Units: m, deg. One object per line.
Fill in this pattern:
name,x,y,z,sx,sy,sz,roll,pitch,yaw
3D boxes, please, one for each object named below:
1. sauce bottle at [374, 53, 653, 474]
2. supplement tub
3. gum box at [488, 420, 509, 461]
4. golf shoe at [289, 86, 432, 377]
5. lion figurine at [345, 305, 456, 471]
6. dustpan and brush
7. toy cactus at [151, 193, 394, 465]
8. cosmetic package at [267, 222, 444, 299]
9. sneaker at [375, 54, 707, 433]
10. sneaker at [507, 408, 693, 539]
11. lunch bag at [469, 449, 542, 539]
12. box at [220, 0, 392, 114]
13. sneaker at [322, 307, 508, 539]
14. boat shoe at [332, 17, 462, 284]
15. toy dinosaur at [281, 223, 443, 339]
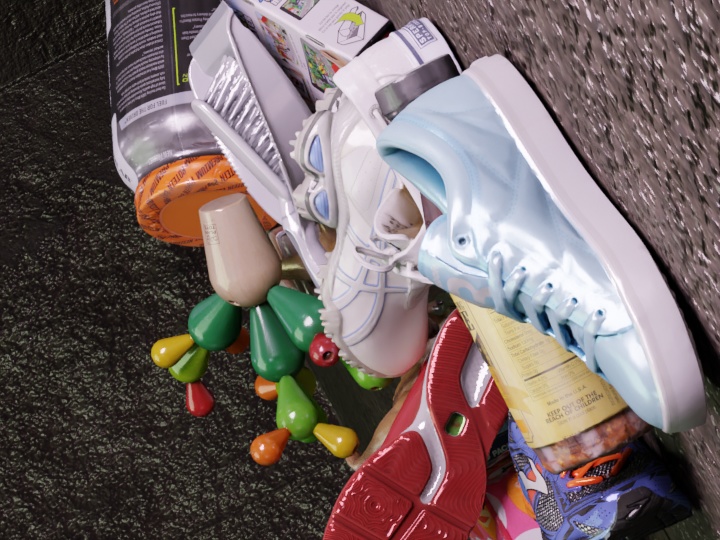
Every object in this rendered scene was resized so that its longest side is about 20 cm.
sauce bottle,0.070,-0.005,1.026,0.200,0.066,0.066,64,175,0
supplement tub,-0.106,-0.125,1.451,0.123,0.122,0.200,74,-170,-64
gum box,0.109,0.174,1.631,0.200,0.045,0.170,64,175,-22
golf shoe,0.026,-0.009,1.223,0.097,0.078,0.200,9,138,23
lion figurine,0.042,0.110,1.399,0.072,0.123,0.200,30,-157,-17
dustpan and brush,-0.046,-0.053,1.295,0.200,0.057,0.140,49,166,-4
toy cactus,-0.068,0.037,1.363,0.200,0.102,0.165,5,118,56
cosmetic package,-0.011,-0.016,1.521,0.087,0.103,0.200,64,173,-8
sneaker,0.071,0.000,0.925,0.200,0.082,0.074,58,174,35
sneaker,0.108,0.096,1.119,0.200,0.075,0.078,-154,39,-78
lunch bag,0.129,0.194,1.346,0.176,0.082,0.200,62,174,1
box,-0.016,-0.099,1.302,0.110,0.035,0.200,33,160,28
sneaker,0.044,0.112,1.294,0.078,0.200,0.116,32,177,5
boat shoe,0.034,-0.025,1.124,0.202,0.086,0.075,66,173,-33
toy dinosaur,0.000,0.000,1.370,0.200,0.058,0.101,-17,112,53
